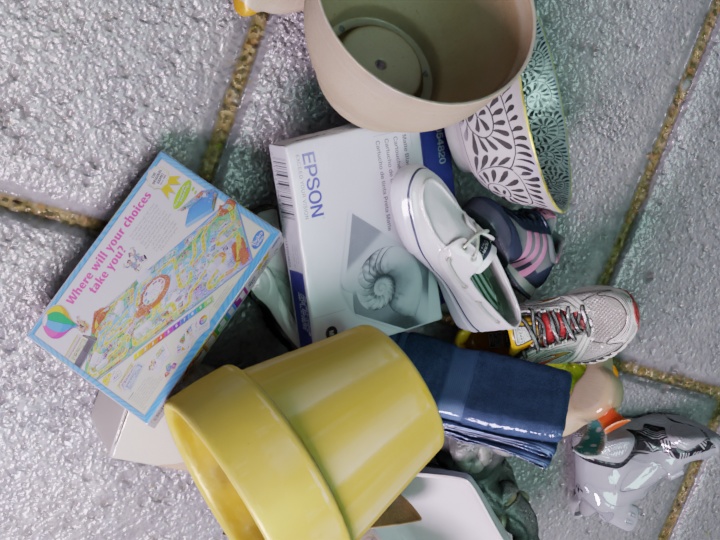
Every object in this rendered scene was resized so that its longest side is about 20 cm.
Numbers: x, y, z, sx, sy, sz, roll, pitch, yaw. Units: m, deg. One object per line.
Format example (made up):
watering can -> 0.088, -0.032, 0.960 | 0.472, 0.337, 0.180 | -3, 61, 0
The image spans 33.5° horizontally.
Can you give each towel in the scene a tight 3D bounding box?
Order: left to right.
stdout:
towel -> 0.104, 0.120, 1.164 | 0.197, 0.112, 0.049 | 12, 128, 12

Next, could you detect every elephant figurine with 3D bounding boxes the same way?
elephant figurine -> 0.118, 0.207, 1.257 | 0.139, 0.156, 0.202 | -6, 132, -10

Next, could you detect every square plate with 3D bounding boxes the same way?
square plate -> 0.081, 0.263, 1.244 | 0.029, 0.196, 0.201 | -53, 125, -32

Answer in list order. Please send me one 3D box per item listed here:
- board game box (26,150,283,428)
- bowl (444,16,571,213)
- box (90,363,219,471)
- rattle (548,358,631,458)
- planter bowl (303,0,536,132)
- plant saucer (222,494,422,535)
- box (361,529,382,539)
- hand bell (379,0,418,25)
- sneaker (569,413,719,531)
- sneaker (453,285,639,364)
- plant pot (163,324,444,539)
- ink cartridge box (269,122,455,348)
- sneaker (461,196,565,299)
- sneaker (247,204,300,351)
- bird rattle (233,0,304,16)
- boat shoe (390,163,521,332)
board game box -> -0.177, 0.015, 1.045 | 0.134, 0.034, 0.201 | 34, 80, 8
bowl -> 0.134, -0.146, 1.144 | 0.093, 0.202, 0.203 | -10, 119, 19
box -> -0.144, 0.140, 1.136 | 0.198, 0.095, 0.079 | 16, 101, -28
rattle -> 0.256, 0.153, 1.271 | 0.130, 0.200, 0.143 | -43, 120, -7
planter bowl -> 0.035, -0.202, 1.037 | 0.197, 0.135, 0.203 | 7, 68, -18
plant saucer -> -0.038, 0.235, 1.178 | 0.197, 0.200, 0.036 | 0, 81, -26
box -> -0.009, 0.348, 1.212 | 0.100, 0.200, 0.114 | -3, 110, -24
hand bell -> 0.094, -0.303, 1.111 | 0.200, 0.104, 0.104 | -44, 121, 9
sneaker -> 0.332, 0.237, 1.415 | 0.197, 0.075, 0.117 | -1, 109, -20
sneaker -> 0.186, 0.066, 1.212 | 0.082, 0.198, 0.079 | -3, 78, -64
plant pot -> -0.038, 0.148, 1.020 | 0.188, 0.200, 0.203 | -32, 119, -18
ink cartridge box -> 0.021, -0.040, 1.116 | 0.198, 0.040, 0.203 | -17, 108, -29
sneaker -> 0.156, -0.042, 1.199 | 0.082, 0.070, 0.200 | -48, 154, -2
sneaker -> -0.062, 0.025, 1.148 | 0.079, 0.074, 0.201 | -40, 120, -13
bird rattle -> -0.062, -0.308, 1.036 | 0.198, 0.112, 0.165 | -27, 130, -30
boat shoe -> 0.097, -0.021, 1.109 | 0.201, 0.066, 0.074 | 55, 52, -39
